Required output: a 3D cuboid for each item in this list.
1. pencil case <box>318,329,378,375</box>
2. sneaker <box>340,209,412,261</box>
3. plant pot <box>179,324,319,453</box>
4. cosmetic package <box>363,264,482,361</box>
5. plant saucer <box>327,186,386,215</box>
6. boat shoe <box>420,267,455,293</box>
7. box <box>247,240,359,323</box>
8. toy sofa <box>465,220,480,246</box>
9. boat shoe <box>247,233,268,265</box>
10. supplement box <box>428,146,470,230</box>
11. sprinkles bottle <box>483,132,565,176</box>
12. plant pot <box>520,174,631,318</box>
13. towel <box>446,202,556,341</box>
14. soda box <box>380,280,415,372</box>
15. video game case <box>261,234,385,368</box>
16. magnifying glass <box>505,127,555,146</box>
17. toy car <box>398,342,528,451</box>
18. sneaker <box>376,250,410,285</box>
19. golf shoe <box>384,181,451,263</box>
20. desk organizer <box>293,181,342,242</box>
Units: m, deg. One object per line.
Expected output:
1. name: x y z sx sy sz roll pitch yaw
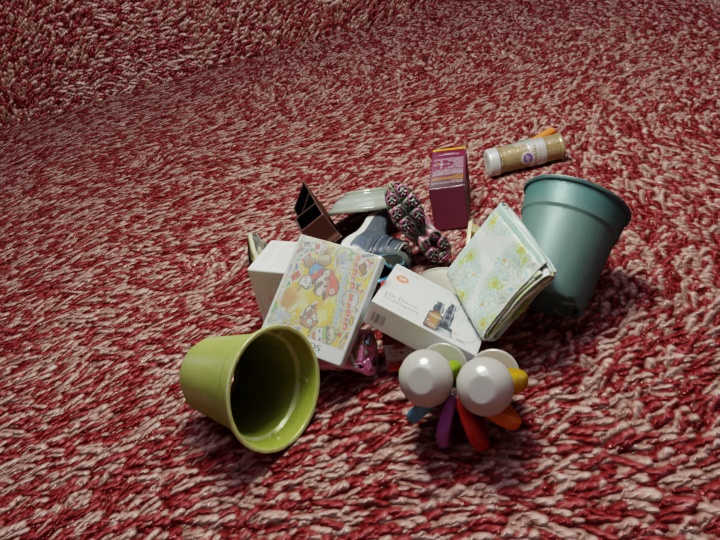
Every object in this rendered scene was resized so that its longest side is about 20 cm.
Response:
1. pencil case: -0.067 0.147 1.272 0.196 0.087 0.084 -1 73 18
2. sneaker: 0.061 -0.063 1.549 0.144 0.078 0.202 11 35 25
3. plant pot: -0.199 0.185 1.182 0.182 0.203 0.200 2 33 42
4. cosmetic package: 0.121 0.082 1.236 0.198 0.052 0.151 27 30 7
5. plant saucer: 0.018 -0.166 1.664 0.196 0.051 0.200 -7 6 1
6. boat shoe: 0.212 0.034 1.381 0.197 0.057 0.068 1 71 27
7. box: -0.097 0.038 1.378 0.197 0.154 0.107 5 36 24
8. toy sofa: 0.316 -0.043 1.441 0.196 0.098 0.084 1 59 19
9. boat shoe: -0.215 -0.023 1.594 0.065 0.073 0.202 -9 32 -13
10. supplement box: 0.212 -0.195 1.661 0.084 0.112 0.201 -5 33 12
11. sprinkles bottle: 0.412 -0.292 1.777 0.196 0.069 0.069 -14 33 -2
12. plant pot: 0.356 -0.033 1.262 0.198 0.200 0.199 14 75 35
13. towel: 0.233 0.001 1.213 0.172 0.048 0.201 -51 34 22
14. soda box: 0.075 0.097 1.312 0.069 0.064 0.201 -7 33 5
15. video game case: -0.069 0.049 1.240 0.180 0.023 0.203 16 77 30
16. magnifying glass: 0.443 -0.333 1.872 0.198 0.023 0.079 -30 36 -25
17. toy car: 0.151 0.195 1.071 0.196 0.153 0.175 5 2 19
18. sneaker: 0.000 0.000 1.437 0.197 0.074 0.082 -13 8 25
19. golf shoe: 0.111 -0.101 1.491 0.072 0.201 0.092 -37 13 -1
20. desk organizer: -0.117 -0.129 1.686 0.071 0.077 0.201 -37 34 4
